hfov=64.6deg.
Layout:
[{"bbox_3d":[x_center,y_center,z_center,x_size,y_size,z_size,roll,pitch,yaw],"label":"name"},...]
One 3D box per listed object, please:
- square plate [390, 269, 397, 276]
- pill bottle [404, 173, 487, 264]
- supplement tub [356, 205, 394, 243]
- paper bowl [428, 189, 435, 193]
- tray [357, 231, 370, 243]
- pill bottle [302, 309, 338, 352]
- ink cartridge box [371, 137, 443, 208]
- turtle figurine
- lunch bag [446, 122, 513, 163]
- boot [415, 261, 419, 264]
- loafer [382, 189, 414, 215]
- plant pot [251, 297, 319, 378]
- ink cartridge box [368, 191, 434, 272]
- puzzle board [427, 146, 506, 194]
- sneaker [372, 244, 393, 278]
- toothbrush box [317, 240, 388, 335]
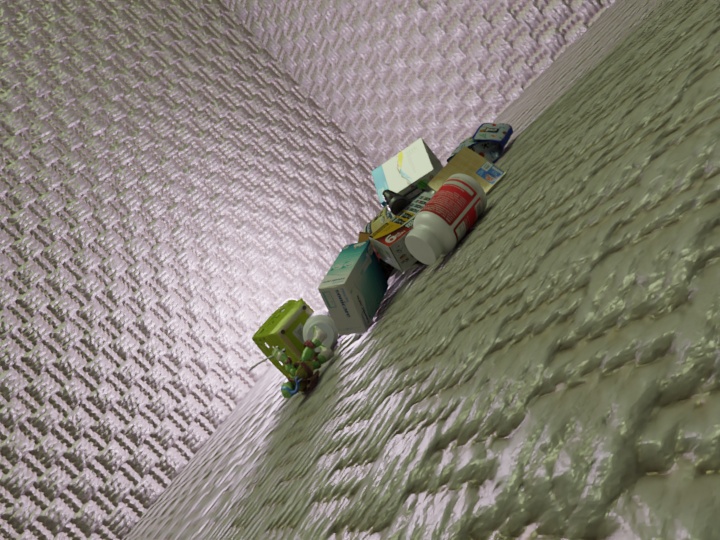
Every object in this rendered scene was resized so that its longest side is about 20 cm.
[{"bbox_3d":[0.140,-0.049,1.858,0.199,0.028,0.200,-51,4,-34],"label":"square plate"},{"bbox_3d":[0.189,-0.113,1.274,0.201,0.112,0.112,-48,4,-24],"label":"pill bottle"},{"bbox_3d":[0.093,-0.113,1.750,0.199,0.145,0.145,-40,6,36],"label":"supplement tub"},{"bbox_3d":[0.253,-0.209,1.664,0.201,0.104,0.201,-48,2,3],"label":"paper bowl"},{"bbox_3d":[0.000,0.000,1.633,0.203,0.036,0.100,97,179,-45],"label":"tray"},{"bbox_3d":[-0.119,0.185,1.726,0.111,0.111,0.200,-46,4,0],"label":"pill bottle"},{"bbox_3d":[0.162,-0.279,1.803,0.197,0.146,0.149,-31,51,21],"label":"ink cartridge box"},{"bbox_3d":[-0.171,0.242,1.472,0.194,0.145,0.199,-44,5,-36],"label":"turtle figurine"},{"bbox_3d":[0.405,-0.404,1.894,0.198,0.125,0.171,-25,17,39],"label":"lunch bag"},{"bbox_3d":[0.164,-0.076,1.587,0.107,0.075,0.200,-44,12,-5],"label":"boot"},{"bbox_3d":[0.124,-0.169,1.559,0.072,0.063,0.199,-47,-34,10],"label":"loafer"},{"bbox_3d":[-0.216,0.220,1.897,0.199,0.201,0.181,-47,11,-26],"label":"plant pot"},{"bbox_3d":[0.129,-0.107,1.470,0.199,0.085,0.175,-38,25,-10],"label":"ink cartridge box"},{"bbox_3d":[0.283,-0.242,1.528,0.151,0.017,0.200,-45,40,4],"label":"puzzle board"},{"bbox_3d":[0.081,-0.020,1.656,0.093,0.081,0.201,-14,-19,2],"label":"sneaker"},{"bbox_3d":[-0.013,0.043,1.444,0.083,0.149,0.201,-11,30,27],"label":"toothbrush box"}]
